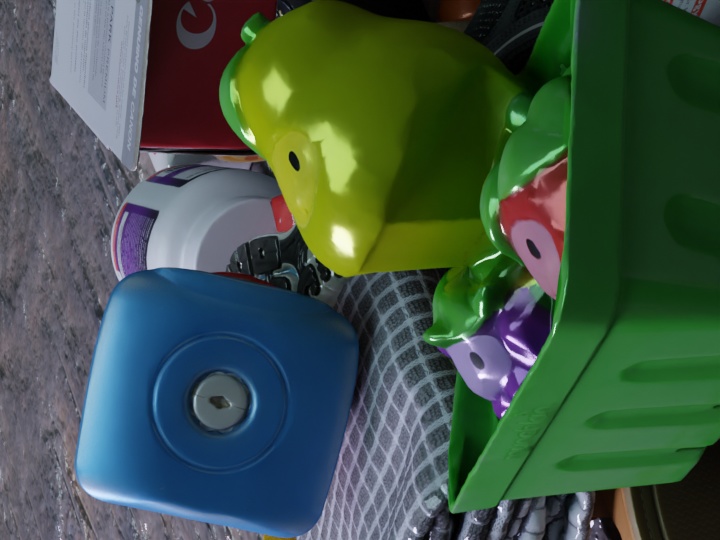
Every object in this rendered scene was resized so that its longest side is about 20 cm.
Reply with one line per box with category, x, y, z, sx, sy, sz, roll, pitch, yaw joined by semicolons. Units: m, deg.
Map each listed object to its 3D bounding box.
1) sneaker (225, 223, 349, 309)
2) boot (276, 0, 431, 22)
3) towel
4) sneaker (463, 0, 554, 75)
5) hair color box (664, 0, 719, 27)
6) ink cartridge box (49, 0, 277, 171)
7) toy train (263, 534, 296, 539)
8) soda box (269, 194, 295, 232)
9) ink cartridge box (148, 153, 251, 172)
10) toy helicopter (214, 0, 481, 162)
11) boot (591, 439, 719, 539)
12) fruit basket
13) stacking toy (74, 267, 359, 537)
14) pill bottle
sneaker;0.000;0.000;0.873;0.200;0.090;0.079;-43;62;49
boot;-0.048;-0.131;1.003;0.204;0.073;0.154;49;128;28
towel;0.024;0.108;0.780;0.166;0.085;0.201;-111;32;-50
sneaker;0.079;-0.159;0.678;0.200;0.086;0.080;-60;16;-13
hair color box;0.127;-0.088;0.666;0.102;0.061;0.200;-61;17;-20
ink cartridge box;-0.087;-0.163;0.822;0.176;0.084;0.201;-135;49;-59
toy train;-0.020;0.133;0.984;0.200;0.055;0.151;48;-150;-57
soda box;0.010;0.045;0.947;0.070;0.063;0.201;-21;72;34
ink cartridge box;-0.113;-0.141;1.185;0.117;0.067;0.200;64;146;35
toy helicopter;-0.009;-0.087;0.864;0.200;0.132;0.079;-16;79;42
boot;0.111;0.094;0.770;0.155;0.073;0.201;123;147;-50
fruit basket;0.042;-0.016;0.599;0.216;0.215;0.156;136;146;-57
stacking toy;-0.071;0.054;0.828;0.200;0.116;0.110;-166;88;-84
pill bottle;-0.089;-0.010;1.082;0.200;0.111;0.112;-164;72;-71
